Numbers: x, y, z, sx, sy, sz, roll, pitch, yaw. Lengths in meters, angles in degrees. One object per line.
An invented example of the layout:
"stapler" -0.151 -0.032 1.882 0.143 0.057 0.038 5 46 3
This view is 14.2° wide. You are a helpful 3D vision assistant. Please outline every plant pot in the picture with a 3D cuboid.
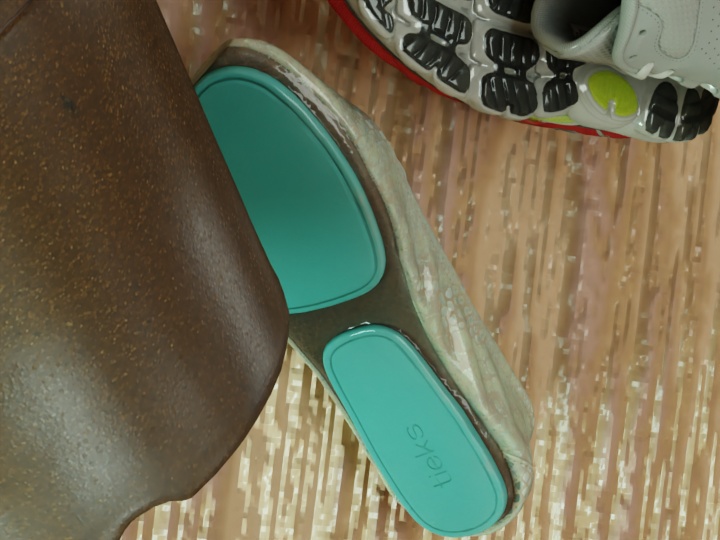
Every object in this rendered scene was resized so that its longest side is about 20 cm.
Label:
"plant pot" -0.124 -0.031 0.754 0.200 0.200 0.198 -48 126 -27

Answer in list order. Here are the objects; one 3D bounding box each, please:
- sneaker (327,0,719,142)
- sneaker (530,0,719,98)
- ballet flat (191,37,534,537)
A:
"sneaker" 0.039 -0.078 0.939 0.200 0.085 0.077 20 75 -49
"sneaker" 0.096 -0.085 0.900 0.092 0.076 0.200 -48 132 -12
"ballet flat" 0.000 0.000 0.941 0.200 0.067 0.062 63 29 -26
